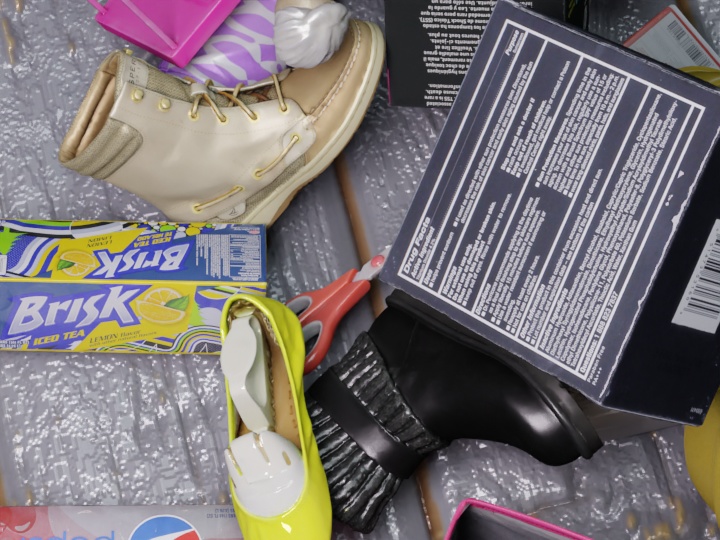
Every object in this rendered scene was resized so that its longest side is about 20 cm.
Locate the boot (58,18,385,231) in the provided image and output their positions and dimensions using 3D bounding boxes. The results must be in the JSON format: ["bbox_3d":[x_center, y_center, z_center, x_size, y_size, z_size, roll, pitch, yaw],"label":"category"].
[{"bbox_3d":[-0.093,-0.114,1.685,0.155,0.200,0.073,29,27,-27],"label":"boot"}]

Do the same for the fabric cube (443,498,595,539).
[{"bbox_3d":[0.109,0.287,1.545,0.196,0.199,0.200,21,67,5],"label":"fabric cube"}]

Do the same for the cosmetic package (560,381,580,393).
[{"bbox_3d":[0.183,-0.017,1.636,0.083,0.051,0.200,2,82,36],"label":"cosmetic package"}]

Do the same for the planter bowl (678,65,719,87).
[{"bbox_3d":[0.281,-0.058,1.714,0.200,0.083,0.200,16,64,-36],"label":"planter bowl"}]

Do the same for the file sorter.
[{"bbox_3d":[-0.128,-0.268,1.743,0.200,0.139,0.125,-50,122,-6],"label":"file sorter"}]

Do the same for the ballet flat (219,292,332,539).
[{"bbox_3d":[-0.063,0.103,1.611,0.067,0.067,0.200,-17,60,17],"label":"ballet flat"}]

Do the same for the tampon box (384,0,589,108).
[{"bbox_3d":[0.088,-0.227,1.705,0.126,0.200,0.150,3,26,11],"label":"tampon box"}]

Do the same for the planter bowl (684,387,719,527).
[{"bbox_3d":[0.274,0.106,1.662,0.083,0.200,0.200,19,62,39],"label":"planter bowl"}]

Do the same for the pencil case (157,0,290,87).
[{"bbox_3d":[-0.073,-0.189,1.791,0.085,0.084,0.200,39,63,-26],"label":"pencil case"}]

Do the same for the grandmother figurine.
[{"bbox_3d":[-0.041,-0.231,1.646,0.121,0.061,0.200,-5,81,-11],"label":"grandmother figurine"}]

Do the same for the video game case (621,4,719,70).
[{"bbox_3d":[0.211,-0.090,1.754,0.143,0.017,0.200,50,48,0],"label":"video game case"}]

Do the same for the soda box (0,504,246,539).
[{"bbox_3d":[-0.162,0.194,1.633,0.200,0.063,0.070,0,66,-4],"label":"soda box"}]

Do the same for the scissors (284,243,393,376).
[{"bbox_3d":[0.000,0.000,1.722,0.200,0.014,0.073,-47,33,-11],"label":"scissors"}]

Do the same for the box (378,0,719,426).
[{"bbox_3d":[0.149,-0.038,1.553,0.198,0.123,0.200,30,100,39],"label":"box"}]

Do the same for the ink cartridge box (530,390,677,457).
[{"bbox_3d":[0.148,0.016,1.733,0.116,0.067,0.200,-11,68,-11],"label":"ink cartridge box"}]

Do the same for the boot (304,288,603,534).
[{"bbox_3d":[0.044,0.111,1.637,0.158,0.079,0.211,-48,44,-10],"label":"boot"}]

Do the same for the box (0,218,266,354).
[{"bbox_3d":[-0.164,0.011,1.698,0.200,0.070,0.064,2,41,-4],"label":"box"}]
